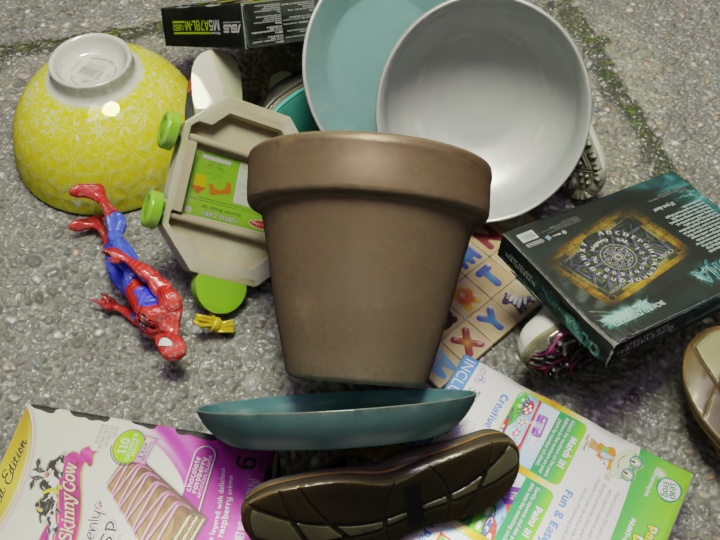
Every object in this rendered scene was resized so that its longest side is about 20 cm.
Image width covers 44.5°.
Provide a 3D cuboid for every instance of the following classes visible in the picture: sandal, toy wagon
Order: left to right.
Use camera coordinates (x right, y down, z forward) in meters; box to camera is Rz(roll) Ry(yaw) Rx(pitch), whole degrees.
[{"bbox_3d":[-0.115,-0.047,0.778,0.153,0.039,0.204,14,85,-27],"label":"toy wagon"},{"bbox_3d":[0.014,0.144,0.606,0.197,0.083,0.055,-16,34,-14],"label":"sandal"},{"bbox_3d":[0.314,0.140,0.681,0.080,0.054,0.202,-28,72,-14],"label":"sandal"}]

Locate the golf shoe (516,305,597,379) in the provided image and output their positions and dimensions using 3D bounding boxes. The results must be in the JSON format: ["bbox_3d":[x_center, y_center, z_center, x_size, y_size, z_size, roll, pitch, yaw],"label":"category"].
[{"bbox_3d":[0.193,0.021,0.756,0.198,0.073,0.092,-29,53,-31],"label":"golf shoe"}]

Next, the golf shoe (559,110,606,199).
[{"bbox_3d":[0.210,-0.162,0.894,0.096,0.079,0.202,-7,59,-28],"label":"golf shoe"}]

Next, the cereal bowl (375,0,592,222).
[{"bbox_3d":[0.112,-0.152,0.819,0.196,0.204,0.083,6,18,5],"label":"cereal bowl"}]

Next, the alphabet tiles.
[{"bbox_3d":[0.084,-0.004,0.811,0.199,0.008,0.167,-36,61,-24],"label":"alphabet tiles"}]

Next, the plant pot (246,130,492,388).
[{"bbox_3d":[0.000,0.000,0.697,0.196,0.200,0.178,5,83,3],"label":"plant pot"}]

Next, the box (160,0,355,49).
[{"bbox_3d":[-0.076,-0.258,0.895,0.198,0.048,0.192,-17,24,-32],"label":"box"}]

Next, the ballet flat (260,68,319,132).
[{"bbox_3d":[-0.045,-0.180,0.882,0.199,0.069,0.068,-36,48,-25],"label":"ballet flat"}]

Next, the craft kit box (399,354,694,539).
[{"bbox_3d":[0.116,0.187,0.645,0.195,0.049,0.201,26,57,21],"label":"craft kit box"}]

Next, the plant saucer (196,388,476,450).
[{"bbox_3d":[-0.016,0.104,0.621,0.196,0.200,0.028,-3,85,-3],"label":"plant saucer"}]

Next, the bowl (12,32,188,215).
[{"bbox_3d":[-0.255,-0.166,0.869,0.196,0.108,0.203,0,52,0],"label":"bowl"}]

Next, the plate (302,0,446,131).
[{"bbox_3d":[0.027,-0.195,0.845,0.199,0.203,0.025,-31,26,-22],"label":"plate"}]

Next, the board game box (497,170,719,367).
[{"bbox_3d":[0.229,-0.009,0.717,0.197,0.028,0.136,-19,50,-25],"label":"board game box"}]

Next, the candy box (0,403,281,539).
[{"bbox_3d":[-0.167,0.183,0.634,0.196,0.061,0.138,7,53,6],"label":"candy box"}]

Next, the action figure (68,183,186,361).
[{"bbox_3d":[-0.203,0.006,0.768,0.051,0.066,0.200,-15,49,-39],"label":"action figure"}]

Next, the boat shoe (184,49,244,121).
[{"bbox_3d":[-0.141,-0.107,0.840,0.070,0.063,0.204,2,76,-16],"label":"boat shoe"}]
